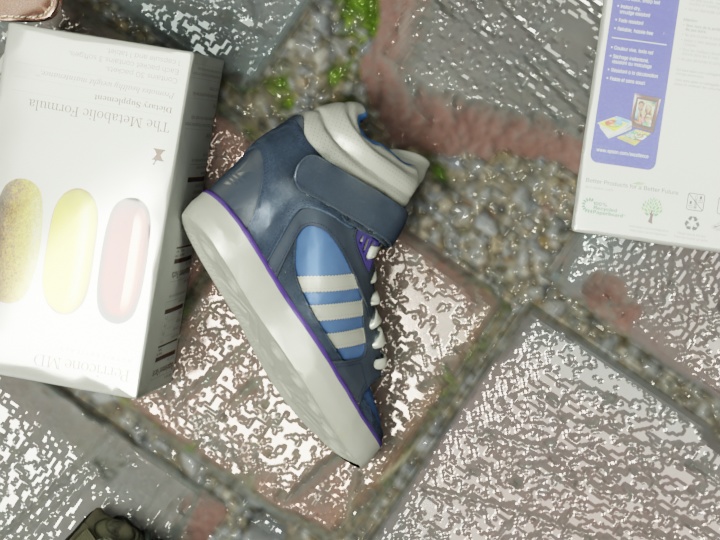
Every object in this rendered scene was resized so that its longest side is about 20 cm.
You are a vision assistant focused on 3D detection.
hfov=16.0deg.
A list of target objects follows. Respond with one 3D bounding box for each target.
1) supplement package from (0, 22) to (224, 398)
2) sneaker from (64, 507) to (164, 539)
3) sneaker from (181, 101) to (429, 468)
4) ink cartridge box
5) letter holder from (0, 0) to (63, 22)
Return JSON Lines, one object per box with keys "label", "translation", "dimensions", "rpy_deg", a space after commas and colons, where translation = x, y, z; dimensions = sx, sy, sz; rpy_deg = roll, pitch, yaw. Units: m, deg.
{"label": "supplement package", "translation": [-0.156, -0.035, 1.497], "dimensions": [0.114, 0.110, 0.200], "rpy_deg": [9, 93, 6]}
{"label": "sneaker", "translation": [-0.104, 0.189, 1.518], "dimensions": [0.199, 0.076, 0.114], "rpy_deg": [-15, 97, 12]}
{"label": "sneaker", "translation": [0.000, 0.000, 1.498], "dimensions": [0.146, 0.081, 0.200], "rpy_deg": [-37, 112, -15]}
{"label": "ink cartridge box", "translation": [0.185, -0.114, 1.494], "dimensions": [0.099, 0.039, 0.200], "rpy_deg": [9, 95, 6]}
{"label": "letter holder", "translation": [-0.252, -0.223, 1.507], "dimensions": [0.200, 0.101, 0.142], "rpy_deg": [11, 95, 6]}
